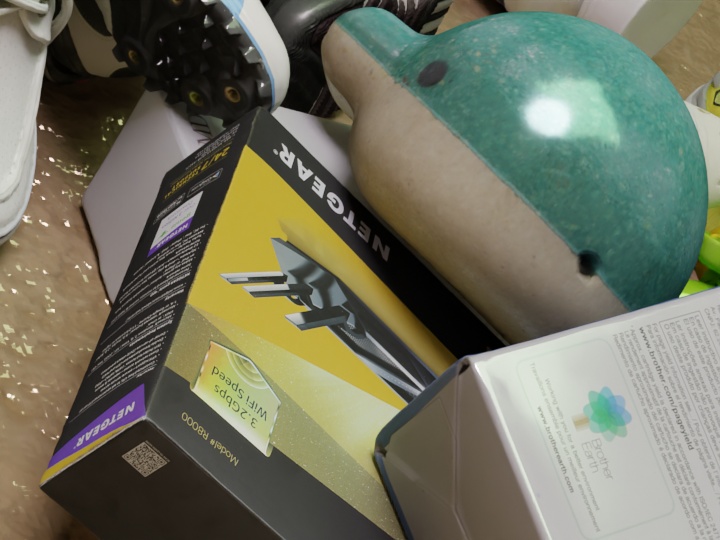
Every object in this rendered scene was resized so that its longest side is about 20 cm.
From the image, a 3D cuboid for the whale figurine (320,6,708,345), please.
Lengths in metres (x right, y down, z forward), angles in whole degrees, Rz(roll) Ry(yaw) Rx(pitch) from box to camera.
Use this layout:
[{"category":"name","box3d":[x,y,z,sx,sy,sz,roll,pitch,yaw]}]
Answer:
[{"category":"whale figurine","box3d":[0.053,-0.049,0.822,0.159,0.104,0.200,43,4,-28]}]

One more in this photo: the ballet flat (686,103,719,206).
[{"category":"ballet flat","box3d":[0.130,-0.045,1.014,0.072,0.069,0.200,5,-5,1]}]

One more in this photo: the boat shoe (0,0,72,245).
[{"category":"boat shoe","box3d":[-0.134,-0.111,0.820,0.074,0.086,0.204,4,78,-42]}]

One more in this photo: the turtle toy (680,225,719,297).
[{"category":"turtle toy","box3d":[0.176,0.045,0.989,0.199,0.102,0.146,25,8,-12]}]

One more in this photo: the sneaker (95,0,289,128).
[{"category":"sneaker","box3d":[-0.083,-0.134,0.868,0.072,0.072,0.200,-25,60,-31]}]

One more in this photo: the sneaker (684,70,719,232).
[{"category":"sneaker","box3d":[0.208,-0.055,1.190,0.075,0.077,0.201,26,33,-19]}]

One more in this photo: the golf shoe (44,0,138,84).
[{"category":"golf shoe","box3d":[-0.058,-0.146,0.973,0.088,0.078,0.200,9,48,37]}]

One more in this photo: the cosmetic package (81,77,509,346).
[{"category":"cosmetic package","box3d":[0.000,0.000,0.903,0.199,0.071,0.102,12,37,-34]}]

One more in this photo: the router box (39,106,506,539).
[{"category":"router box","box3d":[0.001,0.067,0.754,0.200,0.052,0.158,43,35,-22]}]

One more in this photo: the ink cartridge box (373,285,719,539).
[{"category":"ink cartridge box","box3d":[0.122,0.079,0.721,0.199,0.076,0.137,-14,75,-29]}]

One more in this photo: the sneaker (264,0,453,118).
[{"category":"sneaker","box3d":[-0.036,-0.135,1.071,0.115,0.076,0.200,36,19,10]}]

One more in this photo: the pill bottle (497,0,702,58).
[{"category":"pill bottle","box3d":[0.097,-0.204,1.250,0.200,0.111,0.111,46,31,19]}]
